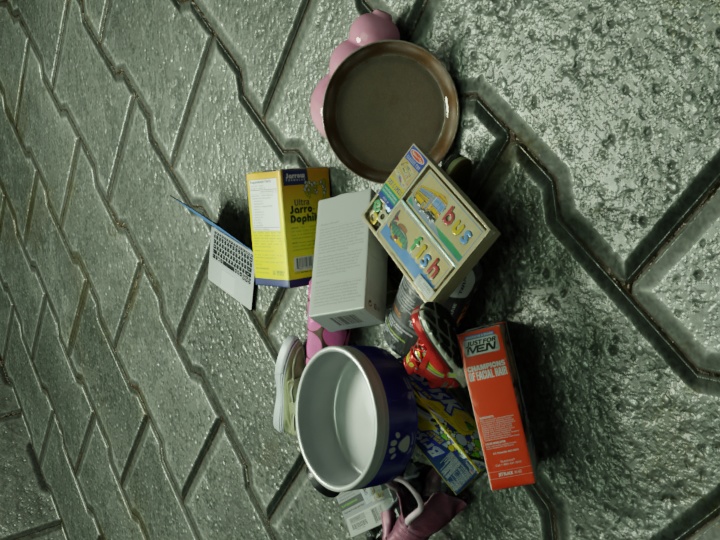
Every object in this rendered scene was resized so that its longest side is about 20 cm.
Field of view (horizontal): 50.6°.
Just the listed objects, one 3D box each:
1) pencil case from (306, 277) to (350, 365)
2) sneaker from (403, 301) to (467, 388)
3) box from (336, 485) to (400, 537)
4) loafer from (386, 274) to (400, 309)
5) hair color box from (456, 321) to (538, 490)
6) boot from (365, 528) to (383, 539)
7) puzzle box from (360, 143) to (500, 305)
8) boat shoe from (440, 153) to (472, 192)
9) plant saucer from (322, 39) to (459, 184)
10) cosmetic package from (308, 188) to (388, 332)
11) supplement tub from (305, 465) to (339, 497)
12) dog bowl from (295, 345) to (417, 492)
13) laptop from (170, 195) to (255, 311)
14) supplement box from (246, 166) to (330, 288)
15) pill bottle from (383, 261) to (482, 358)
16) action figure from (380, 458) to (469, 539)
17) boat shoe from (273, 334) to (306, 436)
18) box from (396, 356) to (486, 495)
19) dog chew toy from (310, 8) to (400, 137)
[{"bbox_3d":[-0.051,0.109,1.319,0.089,0.094,0.203,7,106,3],"label":"pencil case"},{"bbox_3d":[0.095,0.113,1.017,0.084,0.201,0.078,-13,54,15],"label":"sneaker"},{"bbox_3d":[-0.001,0.346,1.333,0.156,0.041,0.202,-42,66,44],"label":"box"},{"bbox_3d":[0.000,0.000,1.243,0.199,0.074,0.071,33,125,42],"label":"loafer"},{"bbox_3d":[0.185,0.175,1.015,0.063,0.111,0.203,-15,85,15],"label":"hair color box"},{"bbox_3d":[0.046,0.534,1.286,0.161,0.073,0.201,-22,95,35],"label":"boot"},{"bbox_3d":[0.089,-0.063,1.030,0.134,0.025,0.201,-52,48,19],"label":"puzzle box"},{"bbox_3d":[0.096,-0.091,1.113,0.065,0.073,0.202,47,130,28],"label":"boat shoe"},{"bbox_3d":[0.044,-0.228,1.102,0.032,0.196,0.204,-74,-12,-76],"label":"plant saucer"},{"bbox_3d":[-0.015,-0.016,1.181,0.100,0.071,0.203,-10,62,27],"label":"cosmetic package"},{"bbox_3d":[-0.004,0.272,1.227,0.201,0.106,0.107,-52,56,17],"label":"supplement tub"},{"bbox_3d":[-0.009,0.209,1.096,0.199,0.078,0.204,-5,84,52],"label":"dog bowl"},{"bbox_3d":[-0.307,-0.036,1.576,0.186,0.115,0.203,29,118,44],"label":"laptop"},{"bbox_3d":[-0.122,-0.078,1.350,0.108,0.108,0.204,4,100,49],"label":"supplement box"},{"bbox_3d":[0.109,0.027,1.091,0.106,0.105,0.202,44,128,36],"label":"pill bottle"},{"bbox_3d":[0.084,0.396,1.155,0.133,0.148,0.203,30,106,25],"label":"action figure"},{"bbox_3d":[-0.123,0.220,1.450,0.061,0.072,0.203,14,113,22],"label":"boat shoe"},{"bbox_3d":[0.108,0.217,1.109,0.201,0.070,0.065,50,127,19],"label":"box"},{"bbox_3d":[0.000,-0.294,1.162,0.124,0.123,0.202,40,118,38],"label":"dog chew toy"}]
